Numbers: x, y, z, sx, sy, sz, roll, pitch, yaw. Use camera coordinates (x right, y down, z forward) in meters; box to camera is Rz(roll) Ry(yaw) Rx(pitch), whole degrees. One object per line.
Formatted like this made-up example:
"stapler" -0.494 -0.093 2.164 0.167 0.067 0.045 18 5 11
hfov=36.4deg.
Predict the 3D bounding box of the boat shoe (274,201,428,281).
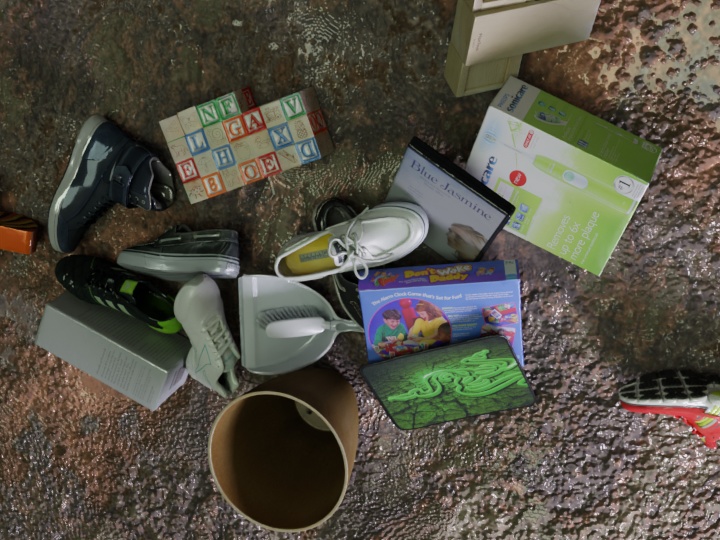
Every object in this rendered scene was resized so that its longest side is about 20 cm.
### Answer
"boat shoe" -0.017 -0.028 1.324 0.199 0.086 0.076 -12 104 19

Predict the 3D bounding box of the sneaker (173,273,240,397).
"sneaker" -0.195 0.088 1.464 0.080 0.070 0.202 36 146 34

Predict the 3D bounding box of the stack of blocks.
"stack of blocks" -0.146 -0.174 1.409 0.198 0.059 0.117 -16 101 21

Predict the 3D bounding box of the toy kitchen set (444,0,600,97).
"toy kitchen set" 0.165 -0.345 1.264 0.161 0.182 0.201 -14 145 -16

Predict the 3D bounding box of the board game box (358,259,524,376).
"board game box" 0.103 0.061 1.370 0.197 0.045 0.136 -4 123 6

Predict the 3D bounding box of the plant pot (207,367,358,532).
"plant pot" -0.074 0.206 1.427 0.184 0.200 0.189 5 109 16

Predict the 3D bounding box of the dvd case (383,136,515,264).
"dvd case" 0.100 -0.073 1.312 0.142 0.200 0.018 36 69 5

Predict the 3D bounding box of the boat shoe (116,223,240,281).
"boat shoe" -0.241 -0.027 1.484 0.197 0.072 0.072 2 76 27

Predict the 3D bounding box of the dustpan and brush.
"dustpan and brush" -0.059 0.070 1.454 0.197 0.057 0.142 -5 109 -13

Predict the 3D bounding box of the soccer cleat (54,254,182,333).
"soccer cleat" -0.330 0.024 1.508 0.198 0.081 0.068 25 70 2

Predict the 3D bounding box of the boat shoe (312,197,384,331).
"boat shoe" 0.000 0.000 1.407 0.073 0.060 0.202 -24 97 -9

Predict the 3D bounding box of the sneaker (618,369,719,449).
"sneaker" 0.415 0.176 1.334 0.197 0.077 0.086 3 113 17

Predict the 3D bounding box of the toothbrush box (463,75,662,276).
"toothbrush box" 0.227 -0.110 1.277 0.198 0.086 0.147 28 132 9

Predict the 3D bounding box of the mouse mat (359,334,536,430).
"mouse mat" 0.113 0.147 1.403 0.197 0.008 0.162 -15 136 17

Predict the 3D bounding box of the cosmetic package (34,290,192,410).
"cosmetic package" -0.341 0.104 1.534 0.198 0.101 0.072 29 114 8

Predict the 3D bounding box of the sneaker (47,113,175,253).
"sneaker" -0.337 -0.088 1.486 0.145 0.077 0.204 29 112 10

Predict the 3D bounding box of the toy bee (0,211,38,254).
"toy bee" -0.556 -0.078 1.558 0.198 0.109 0.132 29 106 -20
